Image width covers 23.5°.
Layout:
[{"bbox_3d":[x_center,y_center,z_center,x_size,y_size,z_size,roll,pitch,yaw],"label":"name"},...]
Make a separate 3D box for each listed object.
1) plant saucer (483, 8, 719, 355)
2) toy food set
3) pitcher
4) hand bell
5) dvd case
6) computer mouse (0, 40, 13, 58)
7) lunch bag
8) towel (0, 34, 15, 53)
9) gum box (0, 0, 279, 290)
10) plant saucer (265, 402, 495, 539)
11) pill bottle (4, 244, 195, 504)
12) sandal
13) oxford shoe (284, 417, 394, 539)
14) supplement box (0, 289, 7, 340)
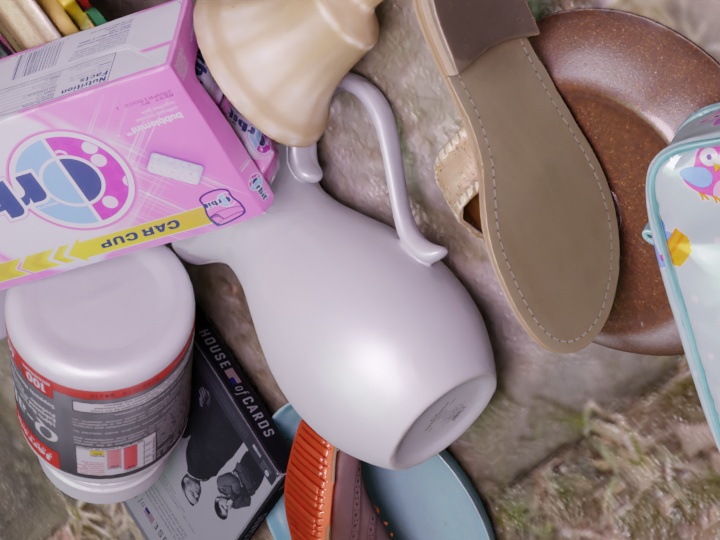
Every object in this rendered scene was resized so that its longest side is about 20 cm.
[{"bbox_3d":[0.128,-0.038,0.921,0.200,0.037,0.201,21,126,31],"label":"plant saucer"},{"bbox_3d":[-0.197,-0.157,1.071,0.198,0.049,0.200,53,172,-2],"label":"toy food set"},{"bbox_3d":[0.000,0.000,1.013,0.200,0.121,0.172,49,122,24],"label":"pitcher"},{"bbox_3d":[0.017,-0.161,0.919,0.200,0.104,0.104,-34,90,28],"label":"hand bell"},{"bbox_3d":[-0.122,0.132,1.232,0.150,0.025,0.200,55,141,19],"label":"dvd case"},{"bbox_3d":[-0.243,-0.144,1.044,0.141,0.046,0.200,55,172,-11],"label":"computer mouse"},{"bbox_3d":[0.222,0.005,0.816,0.160,0.077,0.200,-7,110,33],"label":"lunch bag"},{"bbox_3d":[-0.308,-0.197,1.221,0.200,0.030,0.146,54,138,2],"label":"towel"},{"bbox_3d":[-0.153,-0.069,0.985,0.199,0.066,0.114,-15,131,20],"label":"gum box"},{"bbox_3d":[0.014,0.166,1.151,0.200,0.027,0.201,21,127,31],"label":"plant saucer"},{"bbox_3d":[-0.166,0.068,1.117,0.116,0.116,0.200,40,152,17],"label":"pill bottle"},{"bbox_3d":[0.070,-0.061,0.897,0.070,0.077,0.212,-4,106,64],"label":"sandal"},{"bbox_3d":[-0.007,0.171,1.119,0.071,0.072,0.201,-142,51,-66],"label":"oxford shoe"},{"bbox_3d":[-0.242,-0.029,1.139,0.103,0.200,0.101,22,126,33],"label":"supplement box"}]
